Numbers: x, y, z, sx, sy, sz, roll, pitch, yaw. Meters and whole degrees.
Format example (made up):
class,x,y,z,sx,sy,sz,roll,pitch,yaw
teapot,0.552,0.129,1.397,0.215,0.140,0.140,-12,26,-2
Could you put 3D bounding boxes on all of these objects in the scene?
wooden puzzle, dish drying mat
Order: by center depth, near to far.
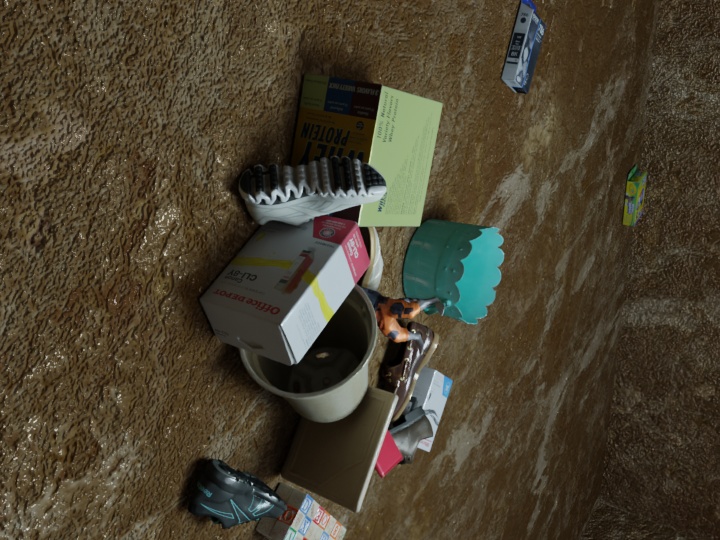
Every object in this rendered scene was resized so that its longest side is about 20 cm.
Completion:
class,x,y,z,sx,sy,sz,roll,pitch,yaw
wooden puzzle,-0.033,0.268,1.326,0.037,0.199,0.187,29,76,-41
dish drying mat,0.004,0.254,1.439,0.077,0.018,0.201,-26,85,-56

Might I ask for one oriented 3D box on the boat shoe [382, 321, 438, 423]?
class,x,y,z,sx,sy,sz,roll,pitch,yaw
boat shoe,0.077,0.195,1.621,0.070,0.070,0.202,26,88,-23

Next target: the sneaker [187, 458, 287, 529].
class,x,y,z,sx,sy,sz,roll,pitch,yaw
sneaker,-0.184,0.341,1.237,0.080,0.075,0.200,-55,141,-8

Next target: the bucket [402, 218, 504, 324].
class,x,y,z,sx,sy,sz,roll,pitch,yaw
bucket,0.183,-0.002,1.640,0.207,0.134,0.209,-31,128,-50

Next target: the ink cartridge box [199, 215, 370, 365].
class,x,y,z,sx,sy,sz,roll,pitch,yaw
ink cartridge box,-0.101,0.015,1.143,0.201,0.144,0.084,-54,144,-33

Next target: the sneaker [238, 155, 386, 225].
class,x,y,z,sx,sy,sz,roll,pitch,yaw
sneaker,-0.063,-0.104,1.136,0.082,0.198,0.076,85,4,-47

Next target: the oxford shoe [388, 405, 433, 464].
class,x,y,z,sx,sy,sz,roll,pitch,yaw
oxford shoe,0.063,0.342,1.595,0.199,0.085,0.073,-28,171,-26

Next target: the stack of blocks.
class,x,y,z,sx,sy,sz,roll,pitch,yaw
stack of blocks,-0.103,0.456,1.421,0.116,0.058,0.200,-62,148,-23

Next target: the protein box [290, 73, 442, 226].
class,x,y,z,sx,sy,sz,roll,pitch,yaw
protein box,0.007,-0.176,1.257,0.199,0.134,0.201,-6,108,-60

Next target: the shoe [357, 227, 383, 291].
class,x,y,z,sx,sy,sz,roll,pitch,yaw
shoe,0.000,0.000,1.394,0.053,0.069,0.202,-32,137,-48

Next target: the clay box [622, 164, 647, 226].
class,x,y,z,sx,sy,sz,roll,pitch,yaw
clay box,1.003,-0.277,3.037,0.115,0.047,0.202,-41,136,-47

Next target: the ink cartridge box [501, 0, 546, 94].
class,x,y,z,sx,sy,sz,roll,pitch,yaw
ink cartridge box,0.366,-0.502,1.838,0.099,0.039,0.202,13,91,-60

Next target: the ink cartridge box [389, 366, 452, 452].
class,x,y,z,sx,sy,sz,roll,pitch,yaw
ink cartridge box,0.116,0.304,1.728,0.116,0.066,0.202,36,71,-60

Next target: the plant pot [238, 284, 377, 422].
class,x,y,z,sx,sy,sz,roll,pitch,yaw
plant pot,-0.064,0.131,1.242,0.201,0.199,0.184,-61,159,-25

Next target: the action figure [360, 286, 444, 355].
class,x,y,z,sx,sy,sz,roll,pitch,yaw
action figure,0.020,0.079,1.366,0.200,0.191,0.105,116,-14,-58
